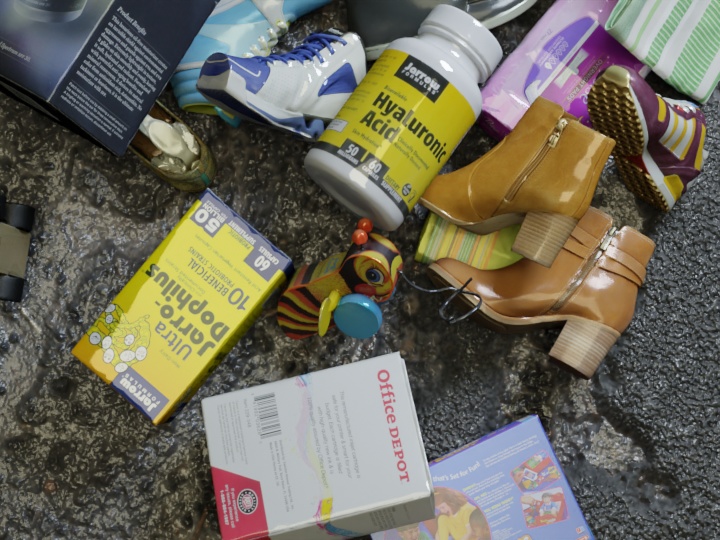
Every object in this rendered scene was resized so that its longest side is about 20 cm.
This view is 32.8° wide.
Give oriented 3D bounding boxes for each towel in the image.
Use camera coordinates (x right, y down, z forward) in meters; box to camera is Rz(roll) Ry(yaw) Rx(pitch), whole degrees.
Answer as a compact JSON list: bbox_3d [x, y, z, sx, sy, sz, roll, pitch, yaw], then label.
[{"bbox_3d":[0.159,-0.015,1.243,0.198,0.018,0.087,22,90,0],"label":"towel"},{"bbox_3d":[0.326,-0.259,1.185,0.023,0.199,0.153,37,100,40],"label":"towel"}]

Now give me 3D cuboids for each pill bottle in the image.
[{"bbox_3d":[0.045,-0.147,1.152,0.111,0.111,0.201,35,81,2],"label":"pill bottle"}]

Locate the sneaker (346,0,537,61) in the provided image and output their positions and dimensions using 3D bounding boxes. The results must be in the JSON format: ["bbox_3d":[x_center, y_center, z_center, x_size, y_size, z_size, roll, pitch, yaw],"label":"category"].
[{"bbox_3d":[0.078,-0.286,1.219,0.198,0.075,0.107,-18,110,-2],"label":"sneaker"}]

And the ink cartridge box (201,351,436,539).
[{"bbox_3d":[-0.039,0.178,1.157,0.198,0.086,0.149,-12,62,0],"label":"ink cartridge box"}]

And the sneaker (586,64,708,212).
[{"bbox_3d":[0.284,-0.146,1.185,0.090,0.200,0.075,-47,51,-9],"label":"sneaker"}]

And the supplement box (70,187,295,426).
[{"bbox_3d":[-0.166,0.038,1.181,0.109,0.110,0.200,39,85,2],"label":"supplement box"}]

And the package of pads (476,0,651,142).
[{"bbox_3d":[0.213,-0.199,1.230,0.120,0.076,0.200,40,85,4],"label":"package of pads"}]

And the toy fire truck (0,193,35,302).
[{"bbox_3d":[-0.433,-0.017,1.154,0.198,0.176,0.130,7,85,10],"label":"toy fire truck"}]

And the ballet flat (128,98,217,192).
[{"bbox_3d":[-0.226,-0.154,1.220,0.200,0.071,0.071,39,85,3],"label":"ballet flat"}]

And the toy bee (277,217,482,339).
[{"bbox_3d":[0.000,0.000,1.165,0.198,0.131,0.109,-21,120,9],"label":"toy bee"}]

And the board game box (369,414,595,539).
[{"bbox_3d":[0.110,0.244,1.201,0.199,0.045,0.135,-24,85,-4],"label":"board game box"}]

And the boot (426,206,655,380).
[{"bbox_3d":[0.179,-0.004,1.207,0.199,0.074,0.156,29,81,2],"label":"boot"}]

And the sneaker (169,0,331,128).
[{"bbox_3d":[-0.104,-0.217,1.225,0.198,0.080,0.132,-19,83,7],"label":"sneaker"}]

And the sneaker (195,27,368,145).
[{"bbox_3d":[-0.060,-0.190,1.182,0.198,0.080,0.116,18,89,-41],"label":"sneaker"}]

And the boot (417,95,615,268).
[{"bbox_3d":[0.137,-0.102,1.172,0.200,0.071,0.145,27,93,32],"label":"boot"}]

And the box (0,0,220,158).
[{"bbox_3d":[-0.269,-0.248,1.163,0.199,0.123,0.199,28,82,32],"label":"box"}]
